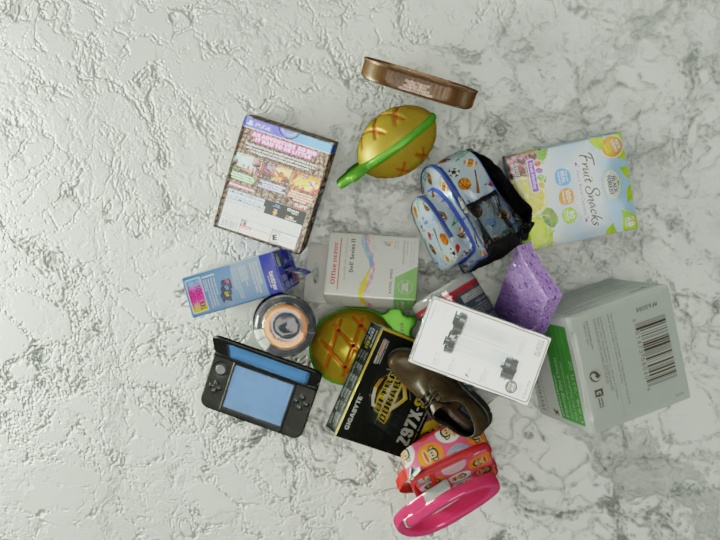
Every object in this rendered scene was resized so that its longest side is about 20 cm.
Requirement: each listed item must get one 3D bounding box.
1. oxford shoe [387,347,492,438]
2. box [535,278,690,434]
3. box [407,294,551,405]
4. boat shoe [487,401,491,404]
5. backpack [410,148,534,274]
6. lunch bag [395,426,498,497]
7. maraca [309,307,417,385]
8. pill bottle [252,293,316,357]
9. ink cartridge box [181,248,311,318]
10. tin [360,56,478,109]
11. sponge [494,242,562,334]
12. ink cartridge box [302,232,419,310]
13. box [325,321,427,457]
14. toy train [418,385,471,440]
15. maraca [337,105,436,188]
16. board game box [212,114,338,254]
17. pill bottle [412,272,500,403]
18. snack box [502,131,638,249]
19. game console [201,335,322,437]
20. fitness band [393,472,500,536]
[{"bbox_3d":[0.122,0.196,1.524,0.200,0.084,0.073,36,113,13],"label":"oxford shoe"},{"bbox_3d":[0.404,0.136,1.571,0.199,0.171,0.200,-16,98,-16],"label":"box"},{"bbox_3d":[0.187,0.123,1.486,0.199,0.060,0.117,19,91,7],"label":"box"},{"bbox_3d":[0.278,0.162,1.660,0.065,0.074,0.202,39,90,-4],"label":"boat shoe"},{"bbox_3d":[0.169,-0.098,1.571,0.154,0.200,0.191,-19,81,-17],"label":"backpack"},{"bbox_3d":[0.143,0.339,1.631,0.176,0.200,0.082,-25,59,0],"label":"lunch bag"},{"bbox_3d":[0.008,0.129,1.654,0.199,0.107,0.138,-12,87,-2],"label":"maraca"},{"bbox_3d":[-0.131,0.092,1.600,0.106,0.200,0.107,0,89,-6],"label":"pill bottle"},{"bbox_3d":[-0.189,0.013,1.624,0.199,0.136,0.077,-18,93,9],"label":"ink cartridge box"},{"bbox_3d":[0.097,-0.314,1.578,0.199,0.112,0.042,17,109,2],"label":"tin"},{"bbox_3d":[0.269,0.061,1.548,0.030,0.200,0.112,-15,55,-18],"label":"sponge"},{"bbox_3d":[0.000,0.000,1.634,0.199,0.067,0.118,3,74,3],"label":"ink cartridge box"},{"bbox_3d":[0.052,0.207,1.610,0.159,0.049,0.201,24,92,-30],"label":"box"},{"bbox_3d":[0.096,0.244,1.695,0.199,0.056,0.151,4,90,4],"label":"toy train"},{"bbox_3d":[0.043,-0.202,1.575,0.200,0.137,0.107,-36,98,3],"label":"maraca"},{"bbox_3d":[-0.144,-0.150,1.624,0.159,0.097,0.201,19,99,0],"label":"board game box"},{"bbox_3d":[0.186,0.116,1.577,0.119,0.120,0.200,-32,85,8],"label":"pill bottle"},{"bbox_3d":[0.358,-0.135,1.611,0.199,0.068,0.169,-13,97,4],"label":"snack box"},{"bbox_3d":[-0.180,0.209,1.667,0.199,0.116,0.176,20,103,1],"label":"game console"},{"bbox_3d":[0.149,0.404,1.617,0.200,0.143,0.038,-38,57,22],"label":"fitness band"}]
